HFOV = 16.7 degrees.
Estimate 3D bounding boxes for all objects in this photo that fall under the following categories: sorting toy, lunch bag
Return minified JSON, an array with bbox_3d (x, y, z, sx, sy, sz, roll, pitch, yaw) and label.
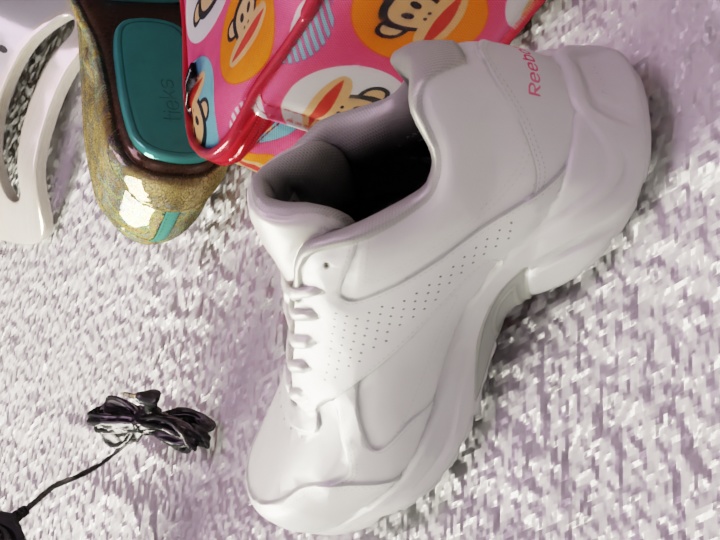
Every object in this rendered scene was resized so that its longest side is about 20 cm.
[{"bbox_3d":[-0.185,-0.101,1.207,0.180,0.106,0.201,29,104,43],"label":"sorting toy"},{"bbox_3d":[0.009,-0.141,0.840,0.200,0.081,0.177,-50,32,38],"label":"lunch bag"}]

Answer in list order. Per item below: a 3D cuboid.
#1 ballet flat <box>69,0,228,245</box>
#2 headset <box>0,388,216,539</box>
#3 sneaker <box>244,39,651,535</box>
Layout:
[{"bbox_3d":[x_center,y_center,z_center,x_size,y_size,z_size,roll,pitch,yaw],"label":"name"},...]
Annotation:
[{"bbox_3d":[-0.092,-0.093,1.031,0.071,0.070,0.201,-52,35,39],"label":"ballet flat"},{"bbox_3d":[-0.125,0.137,0.930,0.093,0.124,0.201,4,60,39],"label":"headset"},{"bbox_3d":[0.000,0.000,0.753,0.201,0.099,0.078,-58,31,31],"label":"sneaker"}]
